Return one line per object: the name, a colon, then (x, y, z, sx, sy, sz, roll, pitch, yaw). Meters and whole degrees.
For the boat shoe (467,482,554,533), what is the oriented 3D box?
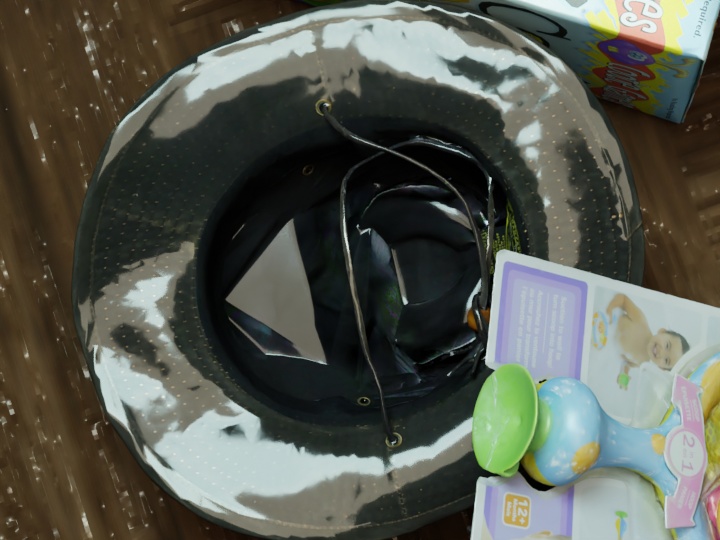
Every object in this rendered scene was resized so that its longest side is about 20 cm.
boat shoe: (0.103, 0.131, 0.795, 0.084, 0.069, 0.201, -29, 79, -2)

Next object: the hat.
hat: (0.000, 0.000, 0.813, 0.199, 0.081, 0.203, 0, 89, 2)

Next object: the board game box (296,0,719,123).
board game box: (0.039, -0.140, 0.821, 0.198, 0.103, 0.106, 18, 83, 6)

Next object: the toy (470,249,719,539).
toy: (0.131, 0.067, 0.762, 0.198, 0.047, 0.116, 13, 74, -25)
